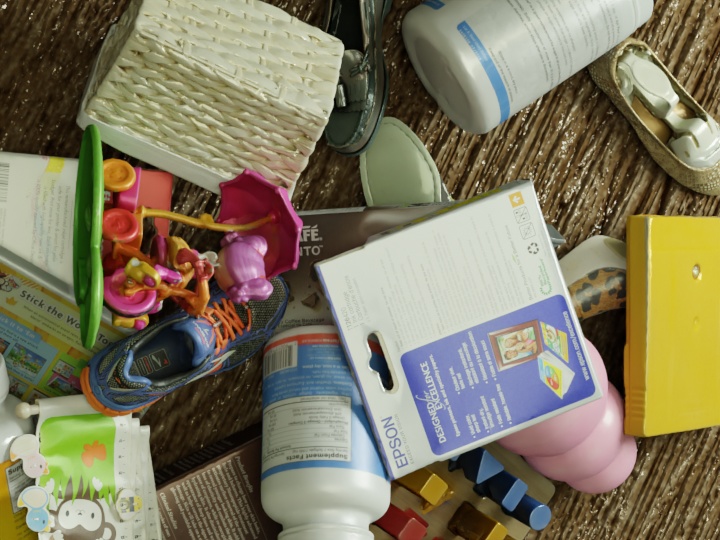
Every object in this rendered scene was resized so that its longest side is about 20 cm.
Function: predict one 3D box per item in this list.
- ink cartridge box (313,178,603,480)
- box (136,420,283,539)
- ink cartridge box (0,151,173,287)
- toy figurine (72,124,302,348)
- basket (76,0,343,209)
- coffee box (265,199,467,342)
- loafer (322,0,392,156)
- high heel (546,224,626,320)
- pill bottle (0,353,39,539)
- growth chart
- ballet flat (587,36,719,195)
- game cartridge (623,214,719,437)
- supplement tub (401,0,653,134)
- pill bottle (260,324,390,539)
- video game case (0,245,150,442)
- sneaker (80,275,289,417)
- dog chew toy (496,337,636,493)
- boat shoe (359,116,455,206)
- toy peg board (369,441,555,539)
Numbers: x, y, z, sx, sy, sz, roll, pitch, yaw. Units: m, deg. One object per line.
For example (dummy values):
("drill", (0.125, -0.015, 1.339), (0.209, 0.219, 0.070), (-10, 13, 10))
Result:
("ink cartridge box", (0.082, 0.049, 1.534), (0.199, 0.047, 0.198), (-20, 98, -6))
("box", (-0.147, 0.220, 1.609), (0.199, 0.075, 0.101), (-24, 98, -15))
("ink cartridge box", (-0.269, -0.041, 1.580), (0.199, 0.067, 0.117), (5, 91, -13))
("toy figurine", (-0.136, -0.020, 1.484), (0.183, 0.150, 0.201), (3, 48, -14))
("basket", (-0.122, -0.161, 1.557), (0.199, 0.136, 0.123), (25, 130, -14))
("coffee box", (0.000, 0.000, 1.606), (0.199, 0.080, 0.114), (-3, 95, 9))
("loafer", (-0.014, -0.206, 1.630), (0.072, 0.063, 0.201), (3, 83, 30))
("high heel", (0.206, 0.038, 1.718), (0.199, 0.071, 0.143), (16, 116, -30))
("pill bottle", (-0.323, 0.170, 1.521), (0.111, 0.111, 0.201), (-11, 115, -13))
("growth chart", (-0.219, 0.196, 1.515), (0.144, 0.018, 0.201), (-14, 96, -41))
("ballet flat", (0.292, -0.145, 1.715), (0.200, 0.065, 0.071), (42, 82, -12))
("game cartridge", (0.301, 0.049, 1.694), (0.176, 0.032, 0.201), (0, 93, -50))
("supplement tub", (0.150, -0.227, 1.645), (0.200, 0.132, 0.132), (-33, 99, -10))
("pill bottle", (-0.030, 0.157, 1.548), (0.112, 0.112, 0.201), (5, 68, -14))
("video game case", (-0.284, 0.093, 1.563), (0.200, 0.023, 0.182), (31, 108, -16))
("sneaker", (-0.136, 0.060, 1.521), (0.200, 0.078, 0.076), (-34, 94, -27))
("dog chew toy", (0.187, 0.136, 1.663), (0.125, 0.124, 0.200), (-48, 128, -8))
("boat shoe", (0.056, -0.045, 1.665), (0.071, 0.061, 0.202), (-22, 92, 13))
("toy peg board", (0.082, 0.238, 1.626), (0.200, 0.098, 0.199), (41, 81, -33))
